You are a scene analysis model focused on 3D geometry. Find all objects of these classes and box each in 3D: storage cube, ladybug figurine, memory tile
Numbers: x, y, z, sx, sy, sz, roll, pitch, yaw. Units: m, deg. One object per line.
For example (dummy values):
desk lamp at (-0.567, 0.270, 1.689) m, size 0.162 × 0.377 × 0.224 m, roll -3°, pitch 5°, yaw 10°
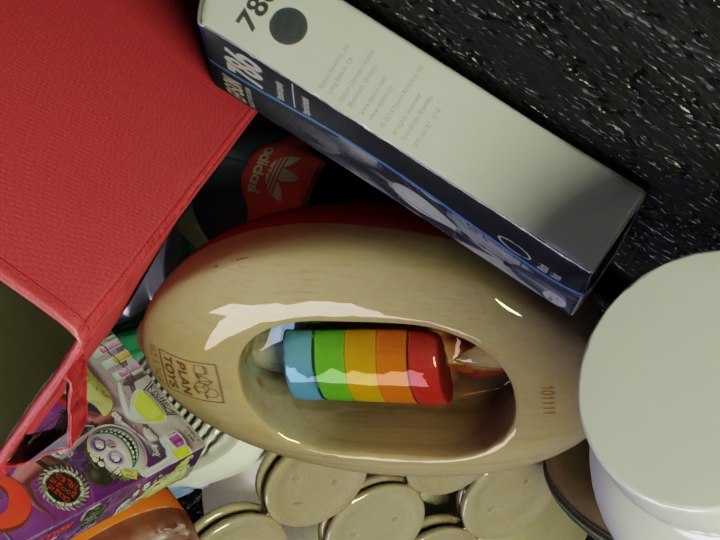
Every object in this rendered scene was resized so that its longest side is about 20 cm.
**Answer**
storage cube at (-0.161, -0.032, 1.079) m, size 0.200 × 0.180 × 0.171 m, roll 35°, pitch 135°, yaw -2°
ladybug figurine at (0.007, 0.022, 1.161) m, size 0.199 × 0.072 × 0.136 m, roll 4°, pitch 139°, yaw 12°
memory tile at (0.021, 0.093, 1.278) m, size 0.153 × 0.200 × 0.017 m, roll 39°, pitch -170°, yaw -45°

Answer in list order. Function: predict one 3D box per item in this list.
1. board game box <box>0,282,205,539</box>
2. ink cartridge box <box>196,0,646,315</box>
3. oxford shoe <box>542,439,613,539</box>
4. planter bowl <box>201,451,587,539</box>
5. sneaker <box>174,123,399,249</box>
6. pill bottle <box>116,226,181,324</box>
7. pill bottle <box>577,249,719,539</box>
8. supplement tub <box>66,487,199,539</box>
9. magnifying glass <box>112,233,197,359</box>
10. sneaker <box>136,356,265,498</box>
board game box at (-0.168, 0.026, 1.170) m, size 0.200 × 0.120 × 0.032 m, roll 48°, pitch 141°, yaw 16°
ink cartridge box at (0.004, -0.058, 1.003) m, size 0.200 × 0.039 × 0.099 m, roll 34°, pitch 173°, yaw 6°
oxford shoe at (0.143, 0.083, 1.201) m, size 0.200 × 0.073 × 0.084 m, roll 13°, pitch 149°, yaw 49°
planter bowl at (0.001, 0.092, 1.411) m, size 0.135 × 0.200 × 0.200 m, roll 52°, pitch 164°, yaw -28°
sneaker at (0.000, 0.000, 1.260) m, size 0.084 × 0.075 × 0.200 m, roll 12°, pitch 166°, yaw 38°
pill bottle at (-0.084, -0.008, 1.395) m, size 0.112 × 0.112 × 0.200 m, roll 37°, pitch 171°, yaw -19°
pill bottle at (0.141, 0.071, 0.942) m, size 0.112 × 0.112 × 0.200 m, roll 29°, pitch 171°, yaw 31°
supplement tub at (-0.140, 0.101, 1.215) m, size 0.200 × 0.107 × 0.107 m, roll 53°, pitch 179°, yaw 19°
magnifying glass at (-0.104, -0.045, 1.208) m, size 0.022 × 0.080 × 0.200 m, roll 35°, pitch 143°, yaw 42°
sneaker at (-0.087, 0.071, 1.321) m, size 0.082 × 0.074 × 0.200 m, roll 21°, pitch 168°, yaw -35°
